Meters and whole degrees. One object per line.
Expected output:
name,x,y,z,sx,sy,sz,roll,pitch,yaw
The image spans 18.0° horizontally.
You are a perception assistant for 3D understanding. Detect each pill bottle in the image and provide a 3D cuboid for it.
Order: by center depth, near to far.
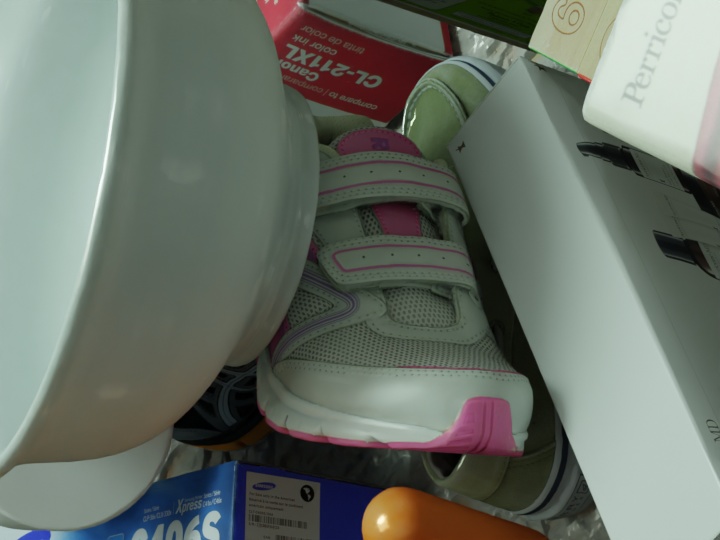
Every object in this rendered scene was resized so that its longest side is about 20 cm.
pill bottle,-0.136,0.043,0.916,0.200,0.108,0.110,-157,83,-71

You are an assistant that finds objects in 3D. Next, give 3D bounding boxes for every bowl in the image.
bowl,-0.073,-0.024,0.748,0.201,0.090,0.203,-169,90,-67

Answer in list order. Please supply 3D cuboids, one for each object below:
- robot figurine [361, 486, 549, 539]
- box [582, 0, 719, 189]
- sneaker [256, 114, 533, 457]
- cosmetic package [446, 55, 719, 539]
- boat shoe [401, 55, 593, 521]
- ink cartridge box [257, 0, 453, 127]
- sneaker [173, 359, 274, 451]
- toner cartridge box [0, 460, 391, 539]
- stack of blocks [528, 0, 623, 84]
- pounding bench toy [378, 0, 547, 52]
robot figurine,0.018,0.158,0.696,0.144,0.199,0.117,-58,37,23
box,0.177,-0.053,0.574,0.199,0.109,0.129,30,104,37
sneaker,0.000,0.000,0.770,0.200,0.081,0.089,42,122,57
cosmetic package,0.099,0.021,0.734,0.051,0.082,0.201,-52,40,32
boat shoe,0.043,-0.003,0.843,0.072,0.062,0.201,-45,44,37
ink cartridge box,-0.057,-0.103,1.011,0.200,0.082,0.147,-42,46,40
sneaker,-0.049,0.017,0.961,0.200,0.077,0.079,-37,51,46
toner cartridge box,-0.067,0.119,0.933,0.199,0.094,0.044,-20,61,51
stack of blocks,0.147,-0.136,0.692,0.059,0.114,0.201,38,109,54
pounding bench toy,0.042,-0.183,0.787,0.124,0.199,0.158,-10,71,54
